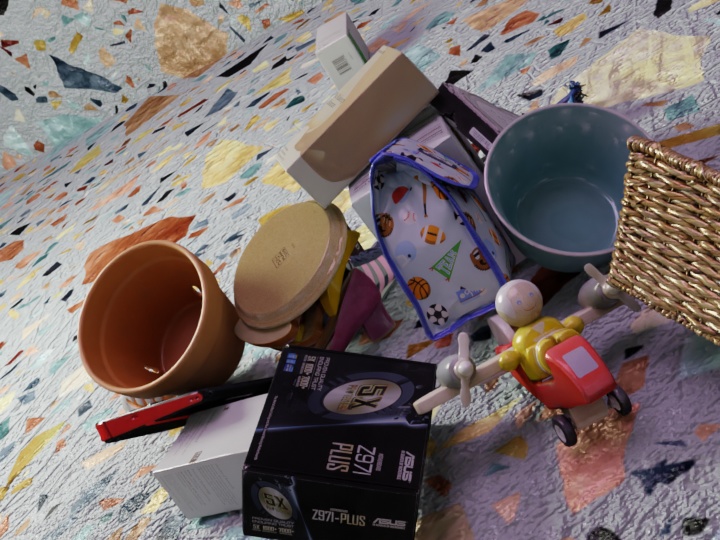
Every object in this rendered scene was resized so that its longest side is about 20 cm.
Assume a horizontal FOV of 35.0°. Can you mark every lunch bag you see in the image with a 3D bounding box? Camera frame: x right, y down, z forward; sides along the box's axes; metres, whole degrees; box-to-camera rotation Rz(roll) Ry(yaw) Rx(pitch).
[{"bbox_3d":[0.083,-0.052,1.239,0.124,0.200,0.170,-31,5,13],"label":"lunch bag"}]

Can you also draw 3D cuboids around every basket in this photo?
[{"bbox_3d":[0.334,-0.029,0.994,0.143,0.149,0.200,-9,26,-28],"label":"basket"}]

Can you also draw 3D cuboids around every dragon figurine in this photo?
[{"bbox_3d":[0.285,-0.206,1.590,0.099,0.059,0.200,-29,22,14],"label":"dragon figurine"}]

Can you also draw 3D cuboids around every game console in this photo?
[{"bbox_3d":[-0.213,0.168,1.424,0.177,0.031,0.200,-24,-9,25],"label":"game console"}]

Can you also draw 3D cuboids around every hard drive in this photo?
[{"bbox_3d":[0.190,-0.161,1.418,0.038,0.200,0.140,-54,52,17],"label":"hard drive"}]

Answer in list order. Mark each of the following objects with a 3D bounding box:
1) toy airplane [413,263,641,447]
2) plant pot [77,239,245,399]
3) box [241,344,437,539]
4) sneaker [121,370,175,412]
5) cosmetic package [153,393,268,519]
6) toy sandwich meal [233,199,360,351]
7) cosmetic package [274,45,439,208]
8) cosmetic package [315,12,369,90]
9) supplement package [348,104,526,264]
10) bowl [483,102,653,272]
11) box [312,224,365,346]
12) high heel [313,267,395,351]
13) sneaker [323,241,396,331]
[{"bbox_3d":[0.166,0.068,1.100,0.199,0.141,0.200,-12,22,32],"label":"toy airplane"},{"bbox_3d":[-0.241,0.079,1.465,0.200,0.140,0.200,-12,64,25],"label":"plant pot"},{"bbox_3d":[-0.016,0.171,1.119,0.164,0.086,0.200,8,33,6],"label":"box"},{"bbox_3d":[-0.243,0.154,1.582,0.200,0.078,0.077,-28,1,18],"label":"sneaker"},{"bbox_3d":[-0.122,0.205,1.295,0.200,0.081,0.113,-21,24,31],"label":"cosmetic package"},{"bbox_3d":[-0.079,0.006,1.428,0.205,0.070,0.205,-26,44,29],"label":"toy sandwich meal"},{"bbox_3d":[-0.007,-0.178,1.401,0.200,0.071,0.105,-46,19,1],"label":"cosmetic package"},{"bbox_3d":[-0.039,-0.480,2.501,0.085,0.108,0.200,-28,25,13],"label":"cosmetic package"},{"bbox_3d":[0.092,-0.089,1.439,0.147,0.191,0.200,-34,23,11],"label":"supplement package"},{"bbox_3d":[0.238,-0.078,1.283,0.201,0.105,0.201,-2,61,4],"label":"bowl"},{"bbox_3d":[-0.069,0.011,1.584,0.075,0.100,0.200,-18,28,32],"label":"box"},{"bbox_3d":[-0.053,0.088,1.413,0.200,0.096,0.067,-36,23,-6],"label":"high heel"},{"bbox_3d":[0.000,0.000,1.533,0.070,0.082,0.200,-17,28,36],"label":"sneaker"}]
